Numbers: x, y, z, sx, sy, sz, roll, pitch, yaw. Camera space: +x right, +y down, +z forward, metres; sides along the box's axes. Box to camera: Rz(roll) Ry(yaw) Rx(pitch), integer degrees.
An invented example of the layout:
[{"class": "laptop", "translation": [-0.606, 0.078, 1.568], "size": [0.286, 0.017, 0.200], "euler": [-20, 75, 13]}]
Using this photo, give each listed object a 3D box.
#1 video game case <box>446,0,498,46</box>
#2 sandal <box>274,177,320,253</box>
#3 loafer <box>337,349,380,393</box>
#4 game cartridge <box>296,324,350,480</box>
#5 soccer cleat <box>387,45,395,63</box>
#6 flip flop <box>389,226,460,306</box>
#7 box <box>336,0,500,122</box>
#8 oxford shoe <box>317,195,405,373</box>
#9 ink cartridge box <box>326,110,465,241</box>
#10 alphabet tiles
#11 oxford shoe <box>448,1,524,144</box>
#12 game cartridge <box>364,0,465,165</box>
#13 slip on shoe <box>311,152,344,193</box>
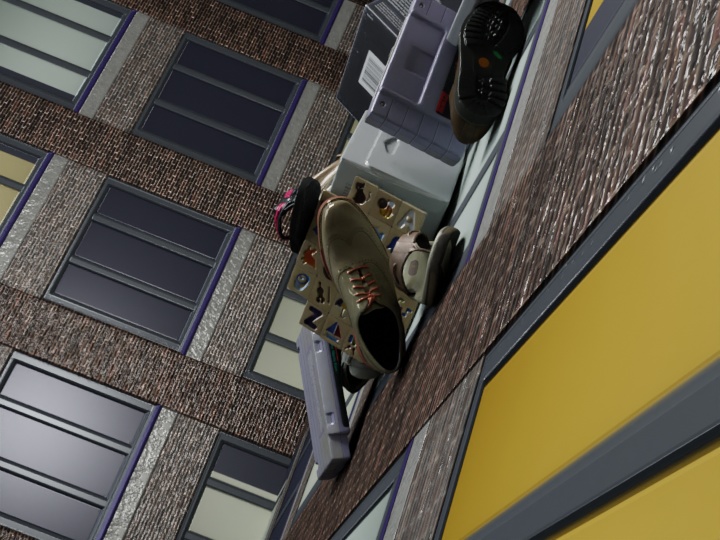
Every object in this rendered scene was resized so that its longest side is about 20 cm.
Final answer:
[{"class": "video game case", "translation": [0.183, -0.373, 1.238], "size": [0.200, 0.018, 0.143], "euler": [-48, -7, -23]}, {"class": "sandal", "translation": [-0.085, -0.067, 1.312], "size": [0.200, 0.045, 0.075], "euler": [109, -174, -76]}, {"class": "loafer", "translation": [0.010, 0.102, 1.312], "size": [0.200, 0.070, 0.070], "euler": [119, 136, -64]}, {"class": "game cartridge", "translation": [-0.049, 0.165, 1.362], "size": [0.130, 0.038, 0.201], "euler": [123, 140, -62]}, {"class": "soccer cleat", "translation": [0.068, -0.206, 1.370], "size": [0.073, 0.068, 0.201], "euler": [-41, -44, -63]}, {"class": "flip flop", "translation": [0.057, -0.010, 1.081], "size": [0.200, 0.057, 0.081], "euler": [180, 111, -82]}, {"class": "box", "translation": [0.089, -0.322, 1.546], "size": [0.198, 0.123, 0.200], "euler": [-31, -19, -31]}, {"class": "oxford shoe", "translation": [0.009, 0.015, 1.104], "size": [0.075, 0.070, 0.201], "euler": [-150, 38, -81]}, {"class": "ink cartridge box", "translation": [0.027, -0.071, 1.318], "size": [0.145, 0.144, 0.200], "euler": [-68, -1, -54]}, {"class": "alphabet tiles", "translation": [0.000, 0.000, 1.221], "size": [0.006, 0.166, 0.201], "euler": [-14, -51, -61]}, {"class": "oxford shoe", "translation": [0.134, -0.227, 1.173], "size": [0.085, 0.072, 0.201], "euler": [110, 180, -57]}, {"class": "game cartridge", "translation": [0.095, -0.237, 1.269], "size": [0.038, 0.129, 0.201], "euler": [125, 167, -62]}, {"class": "slip on shoe", "translation": [-0.008, -0.147, 1.462], "size": [0.200, 0.061, 0.076], "euler": [-46, -23, -12]}]
